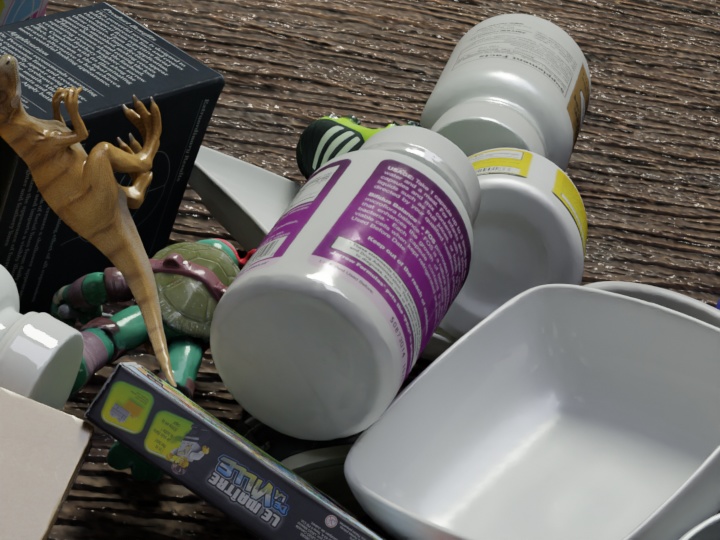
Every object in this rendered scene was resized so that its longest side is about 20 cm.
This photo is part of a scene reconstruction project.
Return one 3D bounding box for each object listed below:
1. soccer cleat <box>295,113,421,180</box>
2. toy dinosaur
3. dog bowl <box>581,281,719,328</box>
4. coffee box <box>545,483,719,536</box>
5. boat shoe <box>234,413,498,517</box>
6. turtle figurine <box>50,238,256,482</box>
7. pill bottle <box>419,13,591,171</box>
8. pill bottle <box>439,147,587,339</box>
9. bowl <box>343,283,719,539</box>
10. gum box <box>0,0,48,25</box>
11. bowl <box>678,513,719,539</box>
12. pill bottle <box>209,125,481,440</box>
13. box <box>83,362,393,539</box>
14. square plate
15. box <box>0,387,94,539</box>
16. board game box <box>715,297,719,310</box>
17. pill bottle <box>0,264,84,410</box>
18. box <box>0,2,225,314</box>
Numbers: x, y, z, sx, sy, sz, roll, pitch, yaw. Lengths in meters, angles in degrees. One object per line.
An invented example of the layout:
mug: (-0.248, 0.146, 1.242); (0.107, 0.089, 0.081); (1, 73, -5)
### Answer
soccer cleat: (-0.007, -0.056, 1.718); (0.067, 0.081, 0.200); (38, -11, -18)
toy dinosaur: (-0.147, -0.038, 1.485); (0.200, 0.060, 0.106); (54, 51, -13)
dog bowl: (0.203, 0.077, 1.730); (0.199, 0.059, 0.200); (16, 27, -9)
coffee box: (0.213, 0.127, 1.515); (0.114, 0.080, 0.200); (14, 39, 38)
boat shoe: (0.022, 0.104, 1.534); (0.199, 0.072, 0.068); (-1, 34, -31)
turtle figurine: (-0.113, 0.034, 1.548); (0.149, 0.101, 0.200); (25, 32, 8)
pill bottle: (0.103, -0.106, 1.940); (0.114, 0.115, 0.200); (22, 27, 2)
pill bottle: (0.094, -0.021, 1.736); (0.111, 0.112, 0.200); (22, 12, 2)
bowl: (0.114, 0.105, 1.438); (0.200, 0.075, 0.200); (20, 49, 41)
gum box: (-0.252, -0.184, 1.733); (0.066, 0.201, 0.114); (24, 25, 7)
bowl: (0.203, 0.225, 1.370); (0.200, 0.202, 0.090); (6, -15, -22)
pill bottle: (0.000, 0.000, 1.511); (0.112, 0.113, 0.200); (25, 39, 8)
box: (-0.052, 0.119, 1.399); (0.200, 0.035, 0.110); (35, -2, 0)
square plate: (-0.017, -0.004, 1.706); (0.198, 0.028, 0.200); (22, 18, -48)
box: (-0.253, 0.107, 1.313); (0.199, 0.021, 0.164); (22, 54, 0)
board game box: (0.356, 0.079, 1.851); (0.134, 0.045, 0.200); (0, 33, -36)
pill bottle: (-0.256, 0.028, 1.430); (0.199, 0.113, 0.113); (26, 27, 9)
box: (-0.198, -0.063, 1.604); (0.107, 0.149, 0.200); (33, 28, 23)
